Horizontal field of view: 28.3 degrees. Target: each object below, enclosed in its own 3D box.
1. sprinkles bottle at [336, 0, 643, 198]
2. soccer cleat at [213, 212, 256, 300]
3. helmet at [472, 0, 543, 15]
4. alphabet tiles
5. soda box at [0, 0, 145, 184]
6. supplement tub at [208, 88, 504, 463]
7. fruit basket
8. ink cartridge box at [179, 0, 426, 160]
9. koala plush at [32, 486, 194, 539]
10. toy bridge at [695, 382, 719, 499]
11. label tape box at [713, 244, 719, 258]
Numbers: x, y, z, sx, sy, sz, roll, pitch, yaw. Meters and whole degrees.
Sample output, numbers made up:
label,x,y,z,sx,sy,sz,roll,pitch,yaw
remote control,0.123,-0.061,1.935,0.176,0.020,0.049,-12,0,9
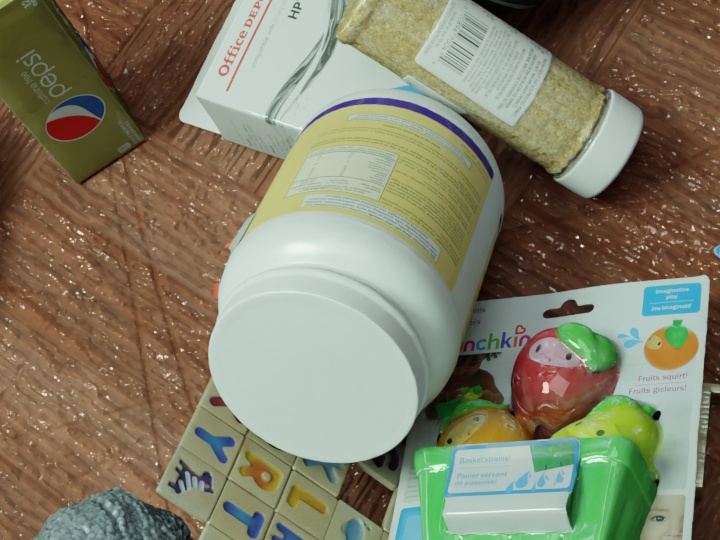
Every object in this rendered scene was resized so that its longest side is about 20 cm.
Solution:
label,x,y,z,sx,sy,sz,roll,pitch,yaw
sprinkles bottle,0.083,-0.125,0.910,0.199,0.068,0.069,31,76,-10
soccer cleat,-0.053,0.060,0.921,0.077,0.069,0.203,-4,74,33
helmet,0.088,-0.269,0.951,0.198,0.190,0.202,-18,56,29
alphabet tiles,-0.036,0.146,0.813,0.166,0.008,0.201,35,40,-10
soda box,-0.219,-0.143,0.974,0.064,0.200,0.068,-32,64,-1
supplement tub,0.000,0.000,0.852,0.143,0.147,0.201,5,38,16
fruit basket,0.105,0.088,0.826,0.183,0.094,0.202,-7,55,27
ink cartridge box,-0.034,-0.138,0.998,0.198,0.067,0.117,19,75,21
koala plush,-0.112,0.242,0.768,0.200,0.176,0.185,41,128,30
toy bridge,0.201,0.102,0.862,0.197,0.027,0.068,5,68,16
label tape box,0.334,-0.048,0.867,0.200,0.066,0.143,-44,65,-7
